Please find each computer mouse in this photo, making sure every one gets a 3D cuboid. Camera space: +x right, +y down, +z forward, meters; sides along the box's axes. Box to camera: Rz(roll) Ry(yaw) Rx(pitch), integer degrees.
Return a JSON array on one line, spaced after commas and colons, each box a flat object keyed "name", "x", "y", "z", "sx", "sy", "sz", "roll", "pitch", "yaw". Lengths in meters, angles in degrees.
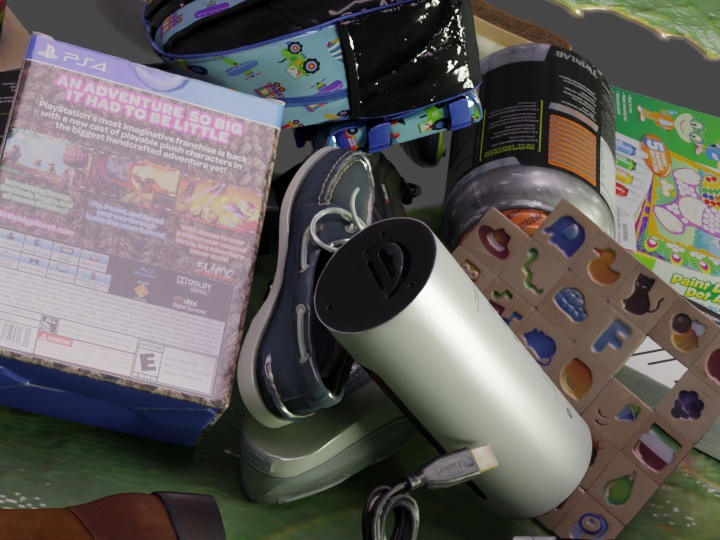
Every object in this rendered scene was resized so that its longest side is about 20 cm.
[{"name": "computer mouse", "x": 0.081, "y": 0.164, "z": 1.008, "sx": 0.199, "sy": 0.141, "sz": 0.046, "roll": -7, "pitch": 11, "yaw": -24}]

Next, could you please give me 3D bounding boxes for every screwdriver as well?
[{"name": "screwdriver", "x": 0.001, "y": -0.093, "z": 1.240, "sx": 0.200, "sy": 0.028, "sz": 0.029, "roll": -38, "pitch": 89, "yaw": -17}]

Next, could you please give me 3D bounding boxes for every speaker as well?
[{"name": "speaker", "x": 0.057, "y": 0.059, "z": 1.004, "sx": 0.200, "sy": 0.081, "sz": 0.081, "roll": 49, "pitch": 25, "yaw": -39}]

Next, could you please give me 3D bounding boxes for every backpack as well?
[{"name": "backpack", "x": -0.035, "y": -0.152, "z": 1.144, "sx": 0.199, "sy": 0.135, "sz": 0.183, "roll": -18, "pitch": 33, "yaw": -6}]

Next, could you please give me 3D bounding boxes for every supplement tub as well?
[{"name": "supplement tub", "x": 0.121, "y": -0.060, "z": 1.242, "sx": 0.122, "sy": 0.123, "sz": 0.200, "roll": 17, "pitch": 42, "yaw": -6}]

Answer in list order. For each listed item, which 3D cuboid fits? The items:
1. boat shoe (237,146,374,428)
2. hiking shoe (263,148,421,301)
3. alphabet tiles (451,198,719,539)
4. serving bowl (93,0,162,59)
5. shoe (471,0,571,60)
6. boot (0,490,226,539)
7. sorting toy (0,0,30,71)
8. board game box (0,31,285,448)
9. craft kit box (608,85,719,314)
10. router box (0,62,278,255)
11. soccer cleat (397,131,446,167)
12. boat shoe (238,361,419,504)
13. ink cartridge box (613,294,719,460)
[{"name": "boat shoe", "x": -0.018, "y": 0.002, "z": 1.036, "sx": 0.075, "sy": 0.062, "sz": 0.200, "roll": 51, "pitch": 41, "yaw": -31}, {"name": "hiking shoe", "x": 0.000, "y": 0.000, "z": 1.159, "sx": 0.100, "sy": 0.076, "sz": 0.201, "roll": 29, "pitch": 55, "yaw": -25}, {"name": "alphabet tiles", "x": 0.126, "y": 0.059, "z": 1.115, "sx": 0.200, "sy": 0.167, "sz": 0.008, "roll": 41, "pitch": 6, "yaw": 18}, {"name": "serving bowl", "x": -0.112, "y": -0.197, "z": 1.309, "sx": 0.199, "sy": 0.066, "sz": 0.200, "roll": 11, "pitch": 29, "yaw": -7}, {"name": "shoe", "x": 0.074, "y": -0.202, "z": 1.418, "sx": 0.200, "sy": 0.054, "sz": 0.070, "roll": 30, "pitch": 33, "yaw": 10}, {"name": "boot", "x": -0.158, "y": 0.188, "z": 0.908, "sx": 0.199, "sy": 0.069, "sz": 0.189, "roll": 1, "pitch": 47, "yaw": -22}, {"name": "sorting toy", "x": -0.349, "y": -0.204, "z": 1.223, "sx": 0.198, "sy": 0.070, "sz": 0.200, "roll": -18, "pitch": 56, "yaw": -37}, {"name": "board game box", "x": -0.147, "y": -0.016, "z": 1.043, "sx": 0.159, "sy": 0.097, "sz": 0.201, "roll": 15, "pitch": 67, "yaw": -12}, {"name": "craft kit box", "x": 0.270, "y": -0.046, "z": 1.354, "sx": 0.197, "sy": 0.049, "sz": 0.200, "roll": 17, "pitch": 43, "yaw": -11}, {"name": "router box", "x": -0.170, "y": -0.071, "z": 1.167, "sx": 0.199, "sy": 0.051, "sz": 0.150, "roll": -5, "pitch": 50, "yaw": -20}, {"name": "soccer cleat", "x": 0.014, "y": -0.145, "z": 1.333, "sx": 0.081, "sy": 0.068, "sz": 0.200, "roll": -6, "pitch": 43, "yaw": -14}, {"name": "boat shoe", "x": 0.005, "y": 0.082, "z": 1.084, "sx": 0.200, "sy": 0.072, "sz": 0.070, "roll": -26, "pitch": 61, "yaw": -32}, {"name": "ink cartridge box", "x": 0.241, "y": 0.076, "z": 1.214, "sx": 0.199, "sy": 0.044, "sz": 0.094, "roll": 27, "pitch": 44, "yaw": 4}]
